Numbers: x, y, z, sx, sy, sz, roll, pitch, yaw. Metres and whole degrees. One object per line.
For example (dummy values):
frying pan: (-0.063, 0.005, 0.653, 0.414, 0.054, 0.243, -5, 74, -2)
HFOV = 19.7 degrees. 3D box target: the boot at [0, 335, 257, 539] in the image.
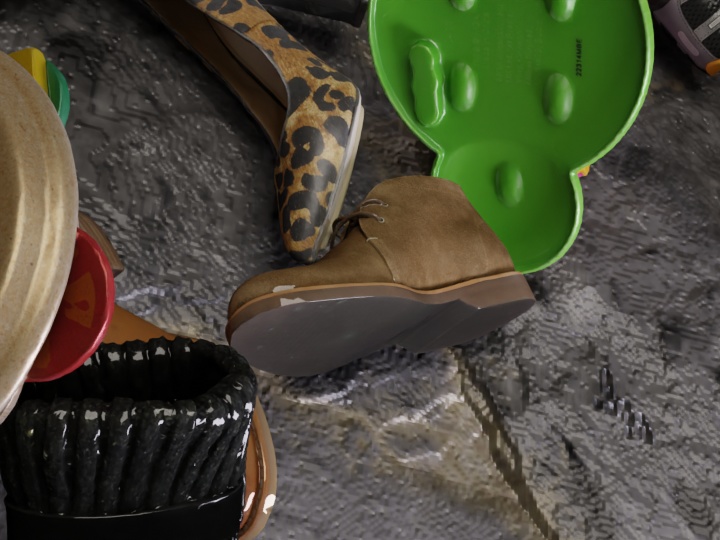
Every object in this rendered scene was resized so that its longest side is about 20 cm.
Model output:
boot: (-0.131, 0.120, 0.788, 0.210, 0.159, 0.079, -23, 38, -33)

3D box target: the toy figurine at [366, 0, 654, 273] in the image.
toy figurine: (0.108, -0.123, 1.094, 0.149, 0.201, 0.184, 8, 24, 23)

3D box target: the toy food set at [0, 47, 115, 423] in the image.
toy food set: (-0.183, 0.002, 0.785, 0.049, 0.197, 0.201, 39, 39, -56)

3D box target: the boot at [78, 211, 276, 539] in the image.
boot: (-0.136, 0.041, 0.868, 0.155, 0.077, 0.200, -1, 50, -53)

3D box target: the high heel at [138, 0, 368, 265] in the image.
high heel: (-0.070, -0.091, 1.034, 0.142, 0.072, 0.201, 10, 52, -8)

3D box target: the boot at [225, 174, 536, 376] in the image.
boot: (0.000, 0.000, 0.969, 0.199, 0.073, 0.076, -7, 69, -52)

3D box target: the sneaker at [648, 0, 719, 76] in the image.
sneaker: (0.245, -0.172, 1.225, 0.199, 0.078, 0.078, -23, 82, -30)
